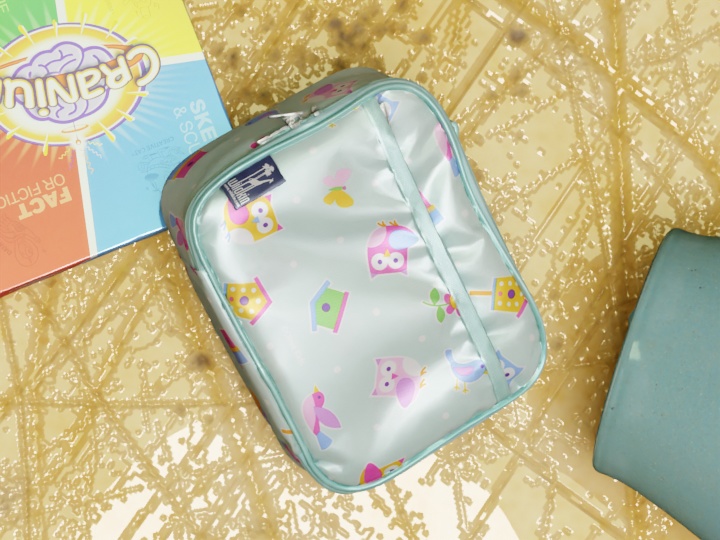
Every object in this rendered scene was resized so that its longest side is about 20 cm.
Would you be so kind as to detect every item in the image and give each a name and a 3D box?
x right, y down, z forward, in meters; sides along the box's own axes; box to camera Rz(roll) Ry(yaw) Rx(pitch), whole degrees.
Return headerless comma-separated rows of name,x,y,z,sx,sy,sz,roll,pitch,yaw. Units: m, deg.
plant pot,0.225,0.070,1.403,0.187,0.200,0.201,18,85,10
lunch bag,0.000,0.000,1.407,0.160,0.077,0.201,-29,108,-9
board game box,-0.160,-0.105,1.435,0.152,0.040,0.201,-22,90,-7
